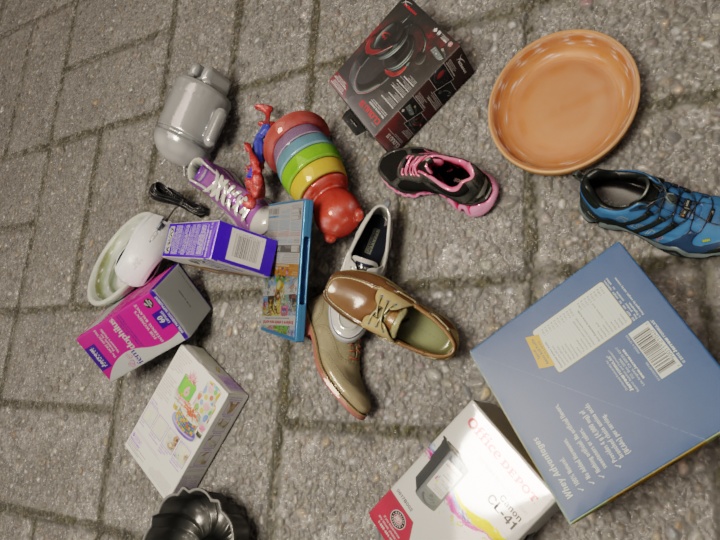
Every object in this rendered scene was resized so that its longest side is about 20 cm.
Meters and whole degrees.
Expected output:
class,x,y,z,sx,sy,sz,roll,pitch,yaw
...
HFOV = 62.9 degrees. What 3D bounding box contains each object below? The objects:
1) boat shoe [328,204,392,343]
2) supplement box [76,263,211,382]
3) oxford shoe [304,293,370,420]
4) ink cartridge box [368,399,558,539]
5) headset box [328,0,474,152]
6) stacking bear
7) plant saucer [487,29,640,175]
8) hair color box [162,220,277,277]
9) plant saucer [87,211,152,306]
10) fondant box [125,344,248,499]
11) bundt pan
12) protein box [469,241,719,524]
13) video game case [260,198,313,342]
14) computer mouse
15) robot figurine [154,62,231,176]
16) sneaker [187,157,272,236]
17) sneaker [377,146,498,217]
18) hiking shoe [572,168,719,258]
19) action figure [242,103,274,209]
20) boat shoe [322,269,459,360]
class,x,y,z,sx,sy,sz,roll,pitch,yaw
boat shoe,0.000,0.000,0.844,0.071,0.066,0.206,13,72,2
supplement box,-0.376,0.092,1.025,0.196,0.104,0.102,-28,108,22
oxford shoe,-0.027,0.115,0.854,0.074,0.070,0.203,-35,63,11
ink cartridge box,0.127,0.281,0.707,0.201,0.085,0.148,-50,58,10
headset box,0.053,-0.294,0.915,0.200,0.075,0.150,-43,60,13
stacking bear,-0.066,-0.140,0.926,0.120,0.114,0.203,-33,68,4
plant saucer,0.270,-0.222,0.791,0.195,0.037,0.207,-9,71,28
hair color box,-0.233,-0.034,0.958,0.197,0.107,0.067,6,79,52
plant saucer,-0.440,-0.014,1.126,0.196,0.050,0.205,-25,46,27
fondant box,-0.291,0.250,0.978,0.143,0.058,0.204,33,95,33
bundt pan,-0.236,0.433,0.883,0.196,0.075,0.209,-9,71,28
protein box,0.262,0.123,0.640,0.198,0.134,0.202,-38,61,15
video game case,-0.115,-0.002,0.908,0.142,0.017,0.208,4,90,59
computer mouse,-0.360,-0.063,1.043,0.044,0.108,0.204,-32,31,54
robot figurine,-0.317,-0.282,1.108,0.167,0.112,0.205,20,87,38
sneaker,-0.231,-0.128,1.016,0.199,0.114,0.074,37,93,31
sneaker,0.098,-0.142,0.837,0.196,0.095,0.081,20,88,34
hiking shoe,0.343,-0.067,0.674,0.195,0.086,0.077,15,84,32
action figure,-0.177,-0.189,1.005,0.050,0.066,0.206,2,59,-4
boat shoe,0.044,0.058,0.776,0.195,0.074,0.078,24,93,1
